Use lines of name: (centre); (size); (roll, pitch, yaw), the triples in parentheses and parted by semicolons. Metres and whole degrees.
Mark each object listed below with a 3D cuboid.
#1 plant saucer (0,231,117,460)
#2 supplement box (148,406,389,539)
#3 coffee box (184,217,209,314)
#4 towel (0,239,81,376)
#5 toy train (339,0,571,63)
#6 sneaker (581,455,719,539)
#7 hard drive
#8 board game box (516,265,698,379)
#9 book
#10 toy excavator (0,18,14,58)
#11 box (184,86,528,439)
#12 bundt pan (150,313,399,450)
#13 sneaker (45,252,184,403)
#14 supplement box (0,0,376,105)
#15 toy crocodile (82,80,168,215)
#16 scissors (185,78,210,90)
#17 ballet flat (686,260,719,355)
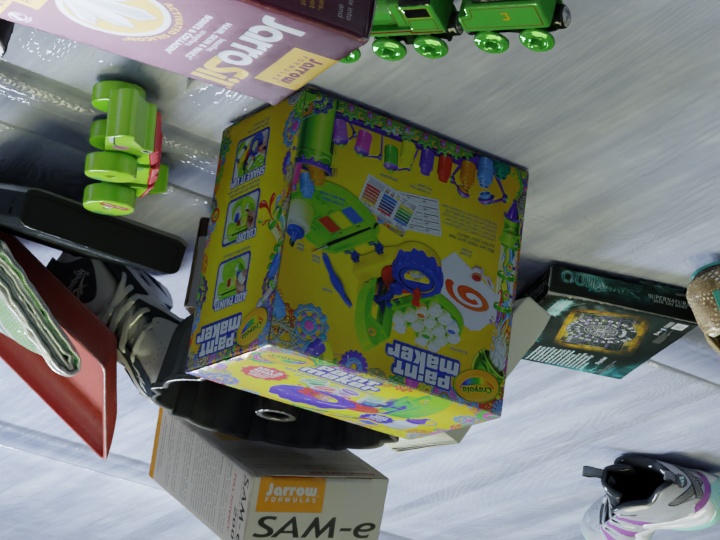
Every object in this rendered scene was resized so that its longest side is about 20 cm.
plant saucer: (-0.273, 0.049, 1.933); (0.200, 0.037, 0.200); (43, 156, 16)
supplement box: (-0.080, 0.173, 1.889); (0.126, 0.074, 0.200); (4, -168, -28)
coffee box: (-0.030, 0.017, 1.852); (0.200, 0.080, 0.114); (4, 161, 12)
towel: (-0.319, 0.010, 1.861); (0.200, 0.031, 0.149); (22, 148, 48)
toy train: (0.032, -0.159, 1.399); (0.200, 0.042, 0.056); (-1, 149, 25)
sneaker: (0.278, 0.239, 2.425); (0.140, 0.078, 0.200); (23, 147, -34)
hard drive: (-0.242, -0.037, 1.796); (0.139, 0.033, 0.200); (19, 175, -29)
board game box: (0.196, 0.047, 1.948); (0.135, 0.028, 0.200); (12, 162, -10)
book: (0.079, 0.087, 1.917); (0.048, 0.134, 0.200); (41, 166, -8)
toy excavator: (-0.277, -0.210, 1.311); (0.200, 0.100, 0.194); (29, 153, -27)
box: (0.000, 0.000, 1.636); (0.200, 0.193, 0.122); (19, 158, -29)
bundt pan: (-0.060, 0.079, 1.773); (0.201, 0.076, 0.202); (9, 162, 3)
sneaker: (-0.210, 0.037, 1.932); (0.130, 0.080, 0.199); (32, -164, -30)
supplement box: (-0.103, -0.183, 1.282); (0.200, 0.103, 0.131); (16, 159, -23)
toy crocodile: (-0.168, -0.088, 1.650); (0.062, 0.068, 0.200); (5, 164, -6)
scissors: (-0.084, -0.132, 1.505); (0.073, 0.014, 0.200); (47, 160, 4)
ballet flat: (0.315, 0.056, 1.853); (0.070, 0.065, 0.200); (-24, 152, 19)
